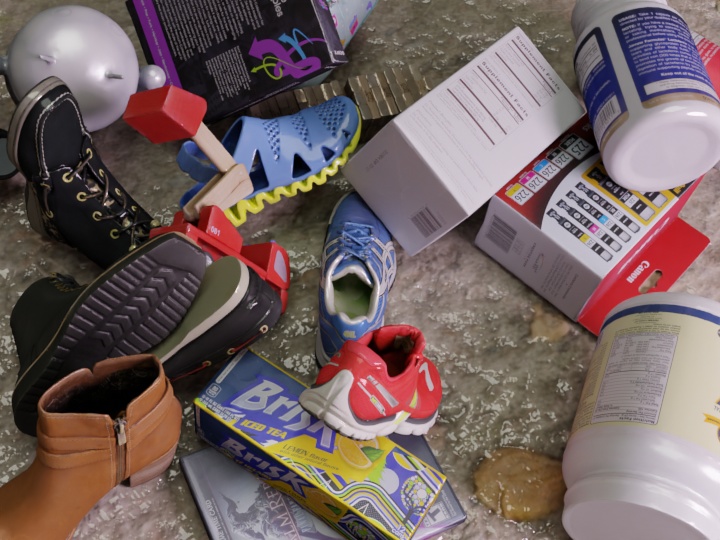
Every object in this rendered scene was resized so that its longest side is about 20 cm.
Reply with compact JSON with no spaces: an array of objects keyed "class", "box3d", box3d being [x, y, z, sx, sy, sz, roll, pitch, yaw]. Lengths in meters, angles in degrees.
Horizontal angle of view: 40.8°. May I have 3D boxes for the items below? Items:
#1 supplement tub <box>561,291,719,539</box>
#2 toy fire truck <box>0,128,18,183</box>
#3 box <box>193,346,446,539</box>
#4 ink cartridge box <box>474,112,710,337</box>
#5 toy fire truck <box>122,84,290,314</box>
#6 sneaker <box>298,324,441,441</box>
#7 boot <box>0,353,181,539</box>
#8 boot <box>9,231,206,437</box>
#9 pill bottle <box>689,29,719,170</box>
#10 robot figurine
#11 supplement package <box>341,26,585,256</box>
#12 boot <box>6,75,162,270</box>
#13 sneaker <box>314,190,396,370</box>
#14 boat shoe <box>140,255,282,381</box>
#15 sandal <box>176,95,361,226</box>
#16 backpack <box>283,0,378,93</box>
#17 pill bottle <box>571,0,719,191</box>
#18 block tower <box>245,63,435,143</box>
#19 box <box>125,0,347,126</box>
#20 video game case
[{"class":"supplement tub","box3d":[0.251,0.134,0.802,0.145,0.145,0.200,22,57,6]},{"class":"toy fire truck","box3d":[-0.436,-0.119,0.860,0.200,0.176,0.129,-41,43,-22]},{"class":"box","box3d":[-0.036,0.147,0.778,0.200,0.064,0.070,31,58,13]},{"class":"ink cartridge box","box3d":[0.247,-0.052,0.961,0.176,0.084,0.200,39,59,17]},{"class":"toy fire truck","box3d":[-0.127,-0.053,0.836,0.049,0.200,0.141,-6,65,33]},{"class":"sneaker","box3d":[0.029,0.083,0.774,0.077,0.200,0.085,34,102,18]},{"class":"boot","box3d":[-0.222,0.145,0.716,0.200,0.155,0.077,-24,63,-22]},{"class":"boot","box3d":[-0.219,0.018,0.783,0.200,0.077,0.138,-43,41,8]},{"class":"pill bottle","box3d":[0.342,-0.206,1.060,0.200,0.112,0.112,35,59,15]},{"class":"robot figurine","box3d":[-0.272,-0.187,0.909,0.169,0.200,0.113,-3,100,-22]},{"class":"supplement package","box3d":[0.101,-0.125,0.930,0.200,0.114,0.110,-40,92,-32]},{"class":"boot","box3d":[-0.217,-0.061,0.830,0.154,0.204,0.074,34,59,9]},{"class":"sneaker","box3d":[0.000,0.000,0.894,0.076,0.077,0.200,4,53,-4]},{"class":"boat shoe","box3d":[-0.155,0.063,0.795,0.201,0.063,0.074,-31,45,18]},{"class":"sandal","box3d":[-0.091,-0.110,0.908,0.200,0.087,0.080,-32,38,-6]},{"class":"backpack","box3d":[-0.091,-0.284,1.019,0.175,0.153,0.200,15,68,24]},{"class":"pill bottle","box3d":[0.270,-0.185,0.934,0.115,0.116,0.200,0,56,-9]},{"class":"block tower","box3d":[-0.020,-0.162,1.007,0.200,0.058,0.054,-15,72,-20]},{"class":"box","box3d":[-0.122,-0.229,0.930,0.036,0.200,0.143,-22,94,-60]},{"class":"video game case","box3d":[-0.031,0.182,0.804,0.200,0.019,0.143,-18,61,-20]}]
